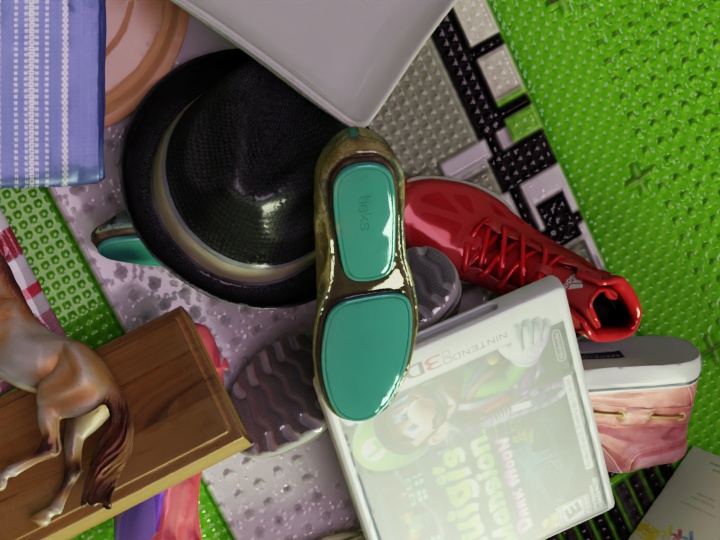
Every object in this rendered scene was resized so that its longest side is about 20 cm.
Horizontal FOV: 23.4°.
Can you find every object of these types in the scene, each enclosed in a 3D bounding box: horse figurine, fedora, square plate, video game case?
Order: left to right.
[{"bbox_3d":[-0.216,0.073,1.102,0.200,0.050,0.133,32,80,12],"label":"horse figurine"},{"bbox_3d":[-0.059,-0.078,1.130,0.200,0.092,0.201,11,59,-18],"label":"fedora"},{"bbox_3d":[-0.037,-0.204,1.138,0.198,0.028,0.200,35,55,0],"label":"square plate"},{"bbox_3d":[0.077,0.122,1.206,0.181,0.023,0.201,-22,122,-9],"label":"video game case"}]

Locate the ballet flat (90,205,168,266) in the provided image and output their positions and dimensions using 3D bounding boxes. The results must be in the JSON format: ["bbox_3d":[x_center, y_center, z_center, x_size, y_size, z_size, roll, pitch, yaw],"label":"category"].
[{"bbox_3d":[-0.086,-0.033,1.190,0.199,0.074,0.075,7,94,-23],"label":"ballet flat"}]

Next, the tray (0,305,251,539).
[{"bbox_3d":[-0.183,0.113,1.133,0.199,0.037,0.099,-27,74,-2],"label":"tray"}]

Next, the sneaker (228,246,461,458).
[{"bbox_3d":[-0.004,0.070,1.219,0.200,0.082,0.075,-35,64,4],"label":"sneaker"}]

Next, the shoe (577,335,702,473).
[{"bbox_3d":[0.152,0.102,1.282,0.199,0.072,0.091,-2,112,-9],"label":"shoe"}]

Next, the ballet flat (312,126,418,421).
[{"bbox_3d":[0.000,0.000,1.098,0.070,0.071,0.201,-12,123,-18],"label":"ballet flat"}]

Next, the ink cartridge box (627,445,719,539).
[{"bbox_3d":[0.269,0.259,1.315,0.128,0.125,0.200,38,82,-20],"label":"ink cartridge box"}]

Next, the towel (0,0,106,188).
[{"bbox_3d":[-0.259,-0.124,1.102,0.199,0.024,0.145,-2,100,-18],"label":"towel"}]

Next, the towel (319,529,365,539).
[{"bbox_3d":[0.003,0.286,1.268,0.148,0.036,0.201,-15,100,-19],"label":"towel"}]

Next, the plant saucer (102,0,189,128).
[{"bbox_3d":[-0.207,-0.185,1.138,0.199,0.032,0.201,-2,97,-19],"label":"plant saucer"}]

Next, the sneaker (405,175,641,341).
[{"bbox_3d":[0.118,-0.009,1.232,0.199,0.115,0.079,22,88,-22],"label":"sneaker"}]

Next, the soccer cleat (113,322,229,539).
[{"bbox_3d":[-0.137,0.135,1.188,0.067,0.076,0.201,17,75,-58],"label":"soccer cleat"}]

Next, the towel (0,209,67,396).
[{"bbox_3d":[-0.291,0.004,1.127,0.144,0.023,0.201,-30,109,-15],"label":"towel"}]
